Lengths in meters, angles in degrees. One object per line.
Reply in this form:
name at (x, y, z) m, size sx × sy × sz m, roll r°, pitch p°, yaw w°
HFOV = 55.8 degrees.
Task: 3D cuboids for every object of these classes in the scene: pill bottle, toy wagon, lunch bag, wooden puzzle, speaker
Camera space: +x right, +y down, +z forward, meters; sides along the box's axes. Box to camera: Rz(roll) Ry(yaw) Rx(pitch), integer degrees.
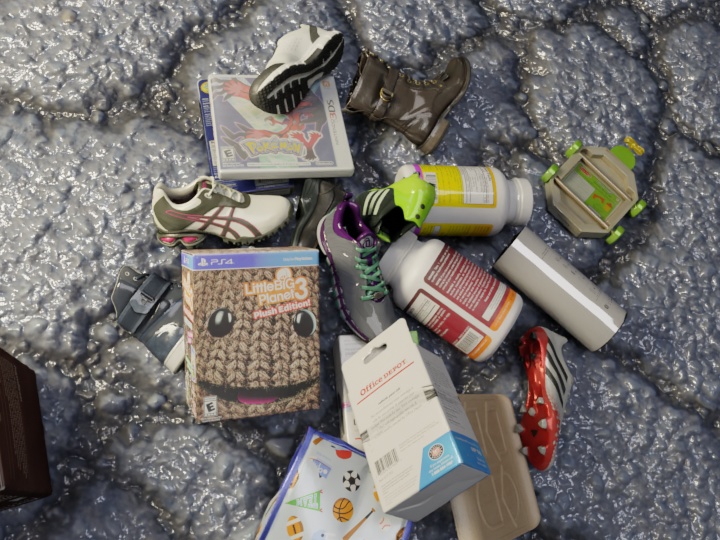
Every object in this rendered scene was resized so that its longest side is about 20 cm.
pill bottle at (0.120, 0.029, 0.966) m, size 0.199 × 0.113 × 0.114 m, roll 35°, pitch 68°, yaw 3°
toy wagon at (0.394, -0.142, 1.116) m, size 0.155 × 0.040 × 0.200 m, roll 45°, pitch 69°, yaw 6°
pill bottle at (0.153, -0.104, 1.024) m, size 0.197 × 0.104 × 0.106 m, roll 1°, pitch 70°, yaw -10°
lunch bag at (-0.034, 0.316, 0.827) m, size 0.168 × 0.124 × 0.202 m, roll 25°, pitch 84°, yaw -1°
wooden puzzle at (0.157, 0.258, 0.890) m, size 0.199 × 0.046 × 0.188 m, roll 12°, pitch 61°, yaw -52°
speaker at (0.295, 0.025, 1.017) m, size 0.199 × 0.081 × 0.081 m, roll 41°, pitch 69°, yaw 5°

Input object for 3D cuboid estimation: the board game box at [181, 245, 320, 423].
board game box at (-0.138, 0.074, 0.860) m, size 0.157 × 0.097 × 0.204 m, roll -3°, pitch 96°, yaw -23°

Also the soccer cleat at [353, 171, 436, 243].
soccer cleat at (0.031, -0.074, 0.942) m, size 0.067 × 0.199 × 0.082 m, roll 31°, pitch 67°, yaw -20°

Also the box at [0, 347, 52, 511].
box at (-0.461, 0.190, 0.757) m, size 0.163 × 0.200 × 0.166 m, roll -14°, pitch 74°, yaw -14°

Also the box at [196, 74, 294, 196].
box at (-0.177, -0.204, 1.036) m, size 0.119 × 0.032 × 0.203 m, roll -8°, pitch 72°, yaw -13°

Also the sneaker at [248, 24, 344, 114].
sneaker at (-0.107, -0.304, 1.020) m, size 0.079 × 0.074 × 0.200 m, roll 27°, pitch 52°, yaw 19°

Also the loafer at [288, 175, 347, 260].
loafer at (-0.065, -0.046, 0.983) m, size 0.071 × 0.073 × 0.203 m, roll 14°, pitch 70°, yaw -8°

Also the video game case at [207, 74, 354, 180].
video game case at (-0.120, -0.217, 1.011) m, size 0.197 × 0.023 × 0.185 m, roll -4°, pitch 62°, yaw -16°

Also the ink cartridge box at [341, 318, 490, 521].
ink cartridge box at (0.058, 0.172, 0.806) m, size 0.116 × 0.068 × 0.202 m, roll -38°, pitch 46°, yaw 20°

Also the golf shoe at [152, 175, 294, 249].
golf shoe at (-0.190, -0.085, 0.946) m, size 0.197 × 0.089 × 0.078 m, roll -9°, pitch 39°, yaw -9°

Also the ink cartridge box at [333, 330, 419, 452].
ink cartridge box at (0.030, 0.190, 0.917) m, size 0.115 × 0.067 × 0.203 m, roll -3°, pitch 71°, yaw -11°

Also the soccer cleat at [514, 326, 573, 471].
soccer cleat at (0.267, 0.180, 0.965) m, size 0.084 × 0.068 × 0.203 m, roll 12°, pitch 67°, yaw -26°

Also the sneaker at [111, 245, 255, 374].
sneaker at (-0.243, 0.014, 0.924) m, size 0.145 × 0.077 × 0.203 m, roll 36°, pitch 70°, yaw 1°

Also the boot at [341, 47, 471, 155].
boot at (0.074, -0.297, 1.077) m, size 0.173 × 0.069 × 0.202 m, roll 30°, pitch 69°, yaw -14°

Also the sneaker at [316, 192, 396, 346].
sneaker at (0.000, 0.000, 0.902) m, size 0.074 × 0.088 × 0.202 m, roll -17°, pitch 72°, yaw -29°
